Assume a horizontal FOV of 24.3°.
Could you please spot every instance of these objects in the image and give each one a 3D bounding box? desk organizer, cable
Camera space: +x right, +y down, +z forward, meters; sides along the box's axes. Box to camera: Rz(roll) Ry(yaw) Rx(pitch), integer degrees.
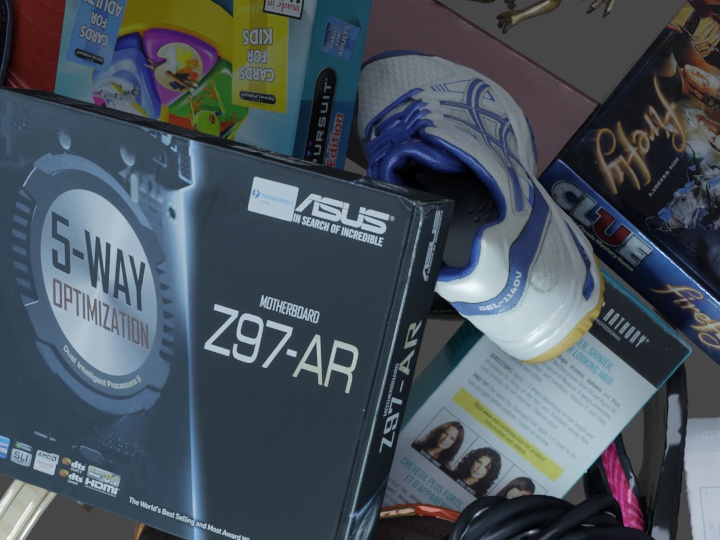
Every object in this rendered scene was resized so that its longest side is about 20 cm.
[{"bbox_3d":[0.039,-0.086,0.883,0.200,0.072,0.077,34,73,11],"label":"desk organizer"},{"bbox_3d":[0.067,0.179,0.732,0.163,0.200,0.051,-24,31,4],"label":"cable"}]

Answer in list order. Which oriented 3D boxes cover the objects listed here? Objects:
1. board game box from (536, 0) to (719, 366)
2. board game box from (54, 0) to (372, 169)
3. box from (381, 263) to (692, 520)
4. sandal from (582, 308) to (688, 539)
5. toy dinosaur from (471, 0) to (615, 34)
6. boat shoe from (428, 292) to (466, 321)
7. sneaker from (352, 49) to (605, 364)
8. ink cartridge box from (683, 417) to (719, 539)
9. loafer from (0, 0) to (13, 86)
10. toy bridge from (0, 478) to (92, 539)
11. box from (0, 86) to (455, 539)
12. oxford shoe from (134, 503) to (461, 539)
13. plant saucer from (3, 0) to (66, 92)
[{"bbox_3d":[0.186,-0.059,0.838,0.135,0.035,0.200,41,53,0],"label":"board game box"},{"bbox_3d":[-0.079,-0.062,0.792,0.151,0.047,0.201,17,102,34],"label":"board game box"},{"bbox_3d":[0.057,0.082,0.794,0.082,0.049,0.200,39,97,-10],"label":"box"},{"bbox_3d":[0.130,0.113,0.818,0.045,0.075,0.201,6,75,4],"label":"sandal"},{"bbox_3d":[0.126,-0.185,0.895,0.200,0.101,0.058,-42,77,-12],"label":"toy dinosaur"},{"bbox_3d":[0.000,0.000,0.836,0.199,0.072,0.071,4,28,20],"label":"boat shoe"},{"bbox_3d":[0.037,-0.049,0.753,0.075,0.088,0.200,-46,45,13],"label":"sneaker"},{"bbox_3d":[0.241,0.172,0.815,0.162,0.057,0.201,-3,64,0],"label":"ink cartridge box"},{"bbox_3d":[-0.244,-0.068,0.852,0.072,0.063,0.200,30,92,16],"label":"loafer"},{"bbox_3d":[-0.145,0.101,0.827,0.027,0.067,0.200,37,76,11],"label":"toy bridge"},{"bbox_3d":[-0.075,0.023,0.696,0.199,0.044,0.161,17,99,18],"label":"box"},{"bbox_3d":[-0.002,0.143,0.740,0.199,0.073,0.071,8,102,-6],"label":"oxford shoe"},{"bbox_3d":[-0.144,-0.161,0.871,0.200,0.037,0.200,46,111,14],"label":"plant saucer"}]
